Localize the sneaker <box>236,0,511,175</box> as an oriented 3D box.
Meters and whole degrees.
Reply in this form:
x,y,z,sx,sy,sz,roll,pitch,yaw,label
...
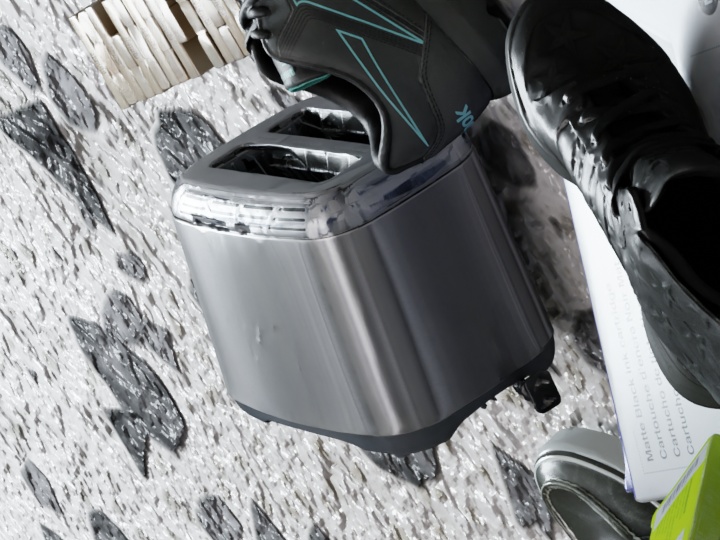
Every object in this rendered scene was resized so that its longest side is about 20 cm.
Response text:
x,y,z,sx,sy,sz,roll,pitch,yaw,label
-0.025,-0.126,1.251,0.200,0.079,0.075,43,172,3,sneaker

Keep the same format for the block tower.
x,y,z,sx,sy,sz,roll,pitch,yaw,label
-0.065,-0.126,1.385,0.058,0.054,0.200,59,153,-11,block tower

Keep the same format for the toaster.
x,y,z,sx,sy,sz,roll,pitch,yaw,label
0.000,0.000,1.362,0.200,0.113,0.130,12,130,56,toaster

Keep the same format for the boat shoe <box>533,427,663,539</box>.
x,y,z,sx,sy,sz,roll,pitch,yaw,label
0.143,0.147,1.353,0.200,0.064,0.071,40,150,27,boat shoe

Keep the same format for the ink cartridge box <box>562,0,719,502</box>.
x,y,z,sx,sy,sz,roll,pitch,yaw,label
0.120,-0.014,1.151,0.200,0.040,0.201,-20,82,63,ink cartridge box

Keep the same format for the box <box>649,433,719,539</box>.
x,y,z,sx,sy,sz,roll,pitch,yaw,label
0.188,0.147,1.039,0.199,0.122,0.048,32,114,-1,box

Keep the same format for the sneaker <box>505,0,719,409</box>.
x,y,z,sx,sy,sz,roll,pitch,yaw,label
0.110,-0.026,1.031,0.104,0.060,0.201,93,153,-73,sneaker
